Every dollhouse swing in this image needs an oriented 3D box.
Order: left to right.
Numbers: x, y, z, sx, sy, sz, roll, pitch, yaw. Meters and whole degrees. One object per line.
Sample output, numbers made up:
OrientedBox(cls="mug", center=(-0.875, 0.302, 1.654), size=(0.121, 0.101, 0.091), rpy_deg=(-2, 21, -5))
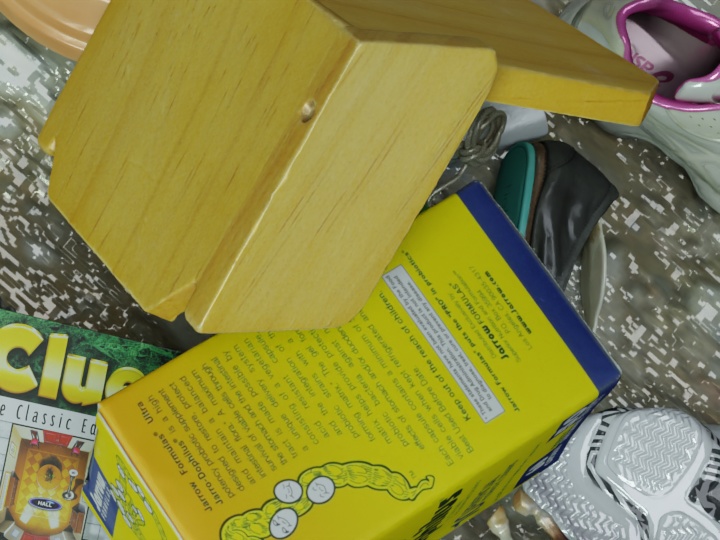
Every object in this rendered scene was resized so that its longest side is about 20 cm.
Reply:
OrientedBox(cls="dollhouse swing", center=(-0.004, -0.057, 0.927), size=(0.175, 0.200, 0.183), rpy_deg=(24, 101, -36))

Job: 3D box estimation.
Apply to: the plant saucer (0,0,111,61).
OrientedBox(cls="plant saucer", center=(-0.100, -0.194, 1.013), size=(0.198, 0.037, 0.202), rpy_deg=(1, 76, -5))

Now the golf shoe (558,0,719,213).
OrientedBox(cls="golf shoe", center=(0.186, -0.073, 1.039), size=(0.199, 0.092, 0.076), rpy_deg=(27, 81, -7))

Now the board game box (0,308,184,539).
OrientedBox(cls="board game box", center=(-0.135, 0.076, 0.940), size=(0.198, 0.023, 0.106), rpy_deg=(14, 79, -24))

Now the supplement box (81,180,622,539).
OrientedBox(cls="supplement box", center=(-0.007, 0.071, 0.908), size=(0.199, 0.109, 0.110), rpy_deg=(-31, 75, -21))

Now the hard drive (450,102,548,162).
OrientedBox(cls="hard drive", center=(-0.019, -0.105, 1.042), size=(0.198, 0.026, 0.133), rpy_deg=(-15, 88, -9))

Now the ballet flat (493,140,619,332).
OrientedBox(cls="ballet flat", center=(0.081, 0.036, 1.029), size=(0.068, 0.068, 0.202), rpy_deg=(21, 83, -19))

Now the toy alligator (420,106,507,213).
OrientedBox(cls="toy alligator", center=(0.000, 0.000, 1.026), size=(0.054, 0.059, 0.201), rpy_deg=(26, 81, 36))

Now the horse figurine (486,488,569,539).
OrientedBox(cls="horse figurine", center=(0.089, 0.169, 0.902), size=(0.132, 0.050, 0.200), rpy_deg=(38, 41, 9))

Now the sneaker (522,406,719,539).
OrientedBox(cls="sneaker", center=(0.178, 0.108, 1.021), size=(0.198, 0.115, 0.076), rpy_deg=(4, 85, 7))

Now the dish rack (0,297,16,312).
OrientedBox(cls="dish rack", center=(-0.237, 0.003, 0.953), size=(0.152, 0.055, 0.201), rpy_deg=(-25, 71, -20))
